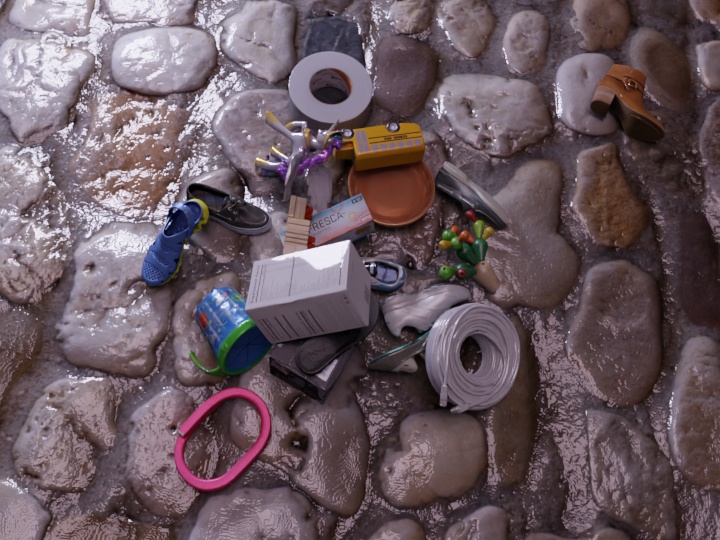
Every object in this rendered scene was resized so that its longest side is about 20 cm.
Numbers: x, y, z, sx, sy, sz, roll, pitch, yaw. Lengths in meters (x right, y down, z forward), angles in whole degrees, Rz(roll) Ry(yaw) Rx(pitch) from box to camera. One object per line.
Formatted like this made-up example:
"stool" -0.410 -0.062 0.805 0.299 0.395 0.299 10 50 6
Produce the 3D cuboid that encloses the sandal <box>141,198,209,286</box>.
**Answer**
"sandal" -0.387 -0.063 1.392 0.078 0.087 0.204 26 85 6

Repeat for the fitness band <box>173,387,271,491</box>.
"fitness band" -0.256 0.312 1.276 0.143 0.038 0.200 41 70 13

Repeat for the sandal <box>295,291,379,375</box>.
"sandal" -0.035 0.111 1.253 0.075 0.048 0.200 41 69 12

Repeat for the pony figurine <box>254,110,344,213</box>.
"pony figurine" -0.132 -0.238 1.469 0.196 0.165 0.198 17 93 31

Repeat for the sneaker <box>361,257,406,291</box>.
"sneaker" 0.000 0.000 1.419 0.194 0.073 0.074 5 67 -1

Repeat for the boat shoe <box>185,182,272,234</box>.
"boat shoe" -0.284 -0.133 1.461 0.195 0.057 0.070 18 65 4

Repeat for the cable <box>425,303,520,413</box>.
"cable" 0.219 0.168 1.334 0.195 0.069 0.206 -1 84 -24

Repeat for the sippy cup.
"sippy cup" -0.248 0.107 1.325 0.176 0.142 0.130 -24 57 -40

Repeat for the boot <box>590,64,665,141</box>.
"boot" 0.669 -0.415 1.664 0.197 0.074 0.156 33 63 7

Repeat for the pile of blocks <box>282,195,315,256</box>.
"pile of blocks" -0.119 -0.061 1.348 0.060 0.083 0.203 9 43 -7

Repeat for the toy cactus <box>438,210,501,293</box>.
"toy cactus" 0.240 -0.030 1.438 0.165 0.102 0.201 47 39 -7

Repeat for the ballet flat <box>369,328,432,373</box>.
"ballet flat" 0.112 0.166 1.358 0.196 0.068 0.065 -26 77 -15

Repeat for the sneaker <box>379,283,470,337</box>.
"sneaker" 0.136 0.079 1.407 0.195 0.075 0.089 -15 85 -8

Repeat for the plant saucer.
"plant saucer" 0.068 -0.182 1.526 0.194 0.038 0.205 2 65 -4

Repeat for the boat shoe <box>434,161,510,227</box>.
"boat shoe" 0.247 -0.157 1.528 0.199 0.073 0.062 42 112 6

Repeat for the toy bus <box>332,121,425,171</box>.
"toy bus" 0.038 -0.272 1.508 0.194 0.065 0.080 -10 68 -10

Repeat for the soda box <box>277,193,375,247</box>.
"soda box" -0.070 -0.081 1.434 0.196 0.064 0.070 -25 69 -3

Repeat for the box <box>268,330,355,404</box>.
"box" -0.074 0.132 1.330 0.130 0.115 0.203 28 67 7

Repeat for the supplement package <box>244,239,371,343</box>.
"supplement package" -0.091 0.040 1.223 0.195 0.110 0.116 -11 49 19

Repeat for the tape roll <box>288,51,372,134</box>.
"tape roll" -0.070 -0.409 1.599 0.194 0.066 0.206 2 66 -4
